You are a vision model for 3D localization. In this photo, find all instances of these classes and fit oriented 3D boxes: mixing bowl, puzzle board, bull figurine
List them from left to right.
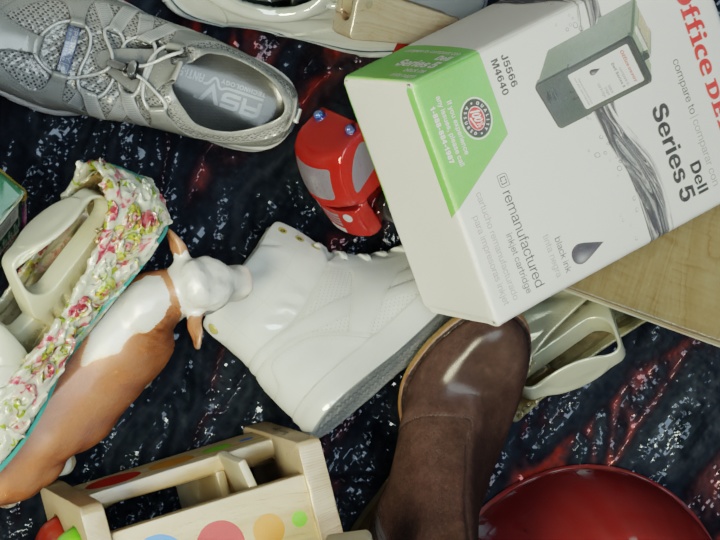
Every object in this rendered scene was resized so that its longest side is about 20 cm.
[{"bbox_3d":[-0.147,0.057,1.529,0.200,0.121,0.065,-40,85,-10],"label":"bull figurine"},{"bbox_3d":[0.149,0.219,1.632,0.199,0.108,0.201,-1,92,-17],"label":"mixing bowl"},{"bbox_3d":[0.173,-0.062,1.635,0.150,0.017,0.201,19,63,-4],"label":"puzzle board"}]

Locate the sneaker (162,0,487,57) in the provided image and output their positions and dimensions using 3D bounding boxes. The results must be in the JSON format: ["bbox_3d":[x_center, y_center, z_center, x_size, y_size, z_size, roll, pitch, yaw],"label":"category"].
[{"bbox_3d":[-0.016,-0.160,1.593,0.199,0.071,0.073,-1,91,-18],"label":"sneaker"}]

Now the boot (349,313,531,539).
[{"bbox_3d":[0.055,0.132,1.543,0.072,0.166,0.200,20,110,-19],"label":"boot"}]

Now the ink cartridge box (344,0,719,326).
[{"bbox_3d":[0.112,-0.080,1.540,0.200,0.084,0.146,-28,107,-23],"label":"ink cartridge box"}]

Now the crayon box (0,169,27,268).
[{"bbox_3d":[-0.257,-0.061,1.443,0.172,0.200,0.058,38,81,-2],"label":"crayon box"}]

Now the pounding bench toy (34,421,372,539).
[{"bbox_3d":[-0.086,0.169,1.514,0.155,0.200,0.125,-15,96,-16],"label":"pounding bench toy"}]

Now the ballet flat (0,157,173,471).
[{"bbox_3d":[-0.178,0.022,1.466,0.200,0.075,0.064,-57,135,-15],"label":"ballet flat"}]

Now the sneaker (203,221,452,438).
[{"bbox_3d":[0.000,0.000,1.599,0.116,0.074,0.200,42,52,15],"label":"sneaker"}]

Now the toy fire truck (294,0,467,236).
[{"bbox_3d":[0.028,-0.133,1.564,0.200,0.049,0.141,-46,130,-15],"label":"toy fire truck"}]

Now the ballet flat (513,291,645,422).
[{"bbox_3d":[0.152,0.022,1.644,0.200,0.069,0.070,-34,100,-6],"label":"ballet flat"}]

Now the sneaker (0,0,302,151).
[{"bbox_3d":[-0.123,-0.118,1.557,0.199,0.082,0.075,11,88,-16],"label":"sneaker"}]
